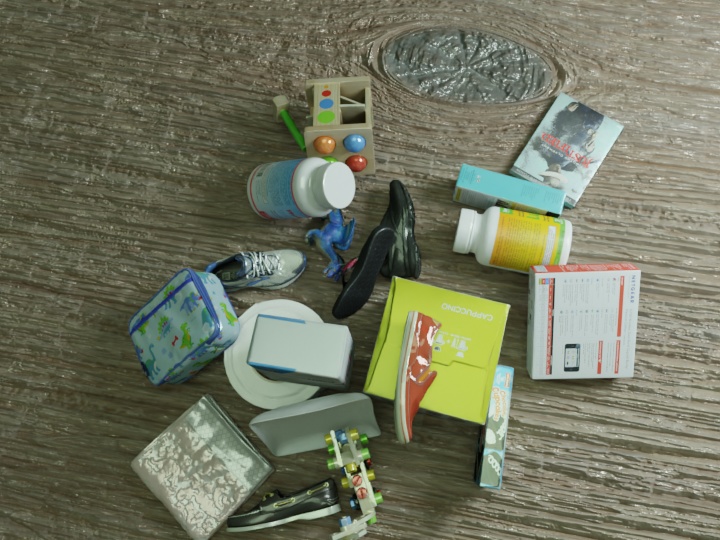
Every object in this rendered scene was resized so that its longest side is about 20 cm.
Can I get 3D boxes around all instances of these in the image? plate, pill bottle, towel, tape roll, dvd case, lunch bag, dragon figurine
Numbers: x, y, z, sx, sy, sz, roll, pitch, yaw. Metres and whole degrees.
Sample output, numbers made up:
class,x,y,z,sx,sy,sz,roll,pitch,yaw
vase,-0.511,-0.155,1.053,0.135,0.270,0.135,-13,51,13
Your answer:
class,x,y,z,sx,sy,sz,roll,pitch,yaw
plate,-0.072,0.260,1.116,0.200,0.200,0.032,-13,59,1
pill bottle,-0.110,-0.151,1.210,0.200,0.109,0.109,2,73,42
pill bottle,0.277,-0.057,1.207,0.200,0.111,0.111,12,78,6
towel,-0.286,0.358,1.186,0.191,0.032,0.200,-45,77,-7
tape roll,-0.147,0.156,1.205,0.202,0.071,0.203,-1,77,4
dvd case,0.407,-0.238,1.288,0.146,0.022,0.200,33,82,10
lunch bag,-0.326,0.102,1.187,0.200,0.082,0.161,-38,66,21
dragon figurine,-0.041,-0.075,1.257,0.099,0.059,0.200,22,70,8

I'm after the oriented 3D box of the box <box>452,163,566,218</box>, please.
class,x,y,z,sx,sy,sz,roll,pitch,yaw
box,0.280,-0.142,1.242,0.200,0.082,0.049,17,78,7

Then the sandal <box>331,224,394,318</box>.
class,x,y,z,sx,sy,sz,roll,pitch,yaw
sandal,0.000,0.000,1.217,0.045,0.075,0.200,36,107,35

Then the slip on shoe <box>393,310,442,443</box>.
class,x,y,z,sx,sy,sz,roll,pitch,yaw
slip on shoe,0.085,0.162,0.988,0.061,0.074,0.200,10,76,3

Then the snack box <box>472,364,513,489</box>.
class,x,y,z,sx,sy,sz,roll,pitch,yaw
snack box,0.229,0.269,1.129,0.037,0.116,0.200,9,77,6

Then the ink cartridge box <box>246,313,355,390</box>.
class,x,y,z,sx,sy,sz,roll,pitch,yaw
ink cartridge box,-0.089,0.138,1.069,0.144,0.200,0.085,8,74,5

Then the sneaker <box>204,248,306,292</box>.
class,x,y,z,sx,sy,sz,roll,pitch,yaw
sneaker,-0.202,-0.001,1.238,0.200,0.085,0.077,-13,76,0

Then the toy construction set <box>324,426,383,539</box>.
class,x,y,z,sx,sy,sz,roll,pitch,yaw
toy construction set,-0.010,0.364,1.111,0.092,0.131,0.200,-3,81,2

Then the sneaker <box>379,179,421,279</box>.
class,x,y,z,sx,sy,sz,roll,pitch,yaw
sneaker,0.063,-0.079,1.249,0.091,0.076,0.200,-8,73,10

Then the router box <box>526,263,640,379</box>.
class,x,y,z,sx,sy,sz,roll,pitch,yaw
router box,0.389,0.091,1.151,0.179,0.049,0.200,-1,105,3

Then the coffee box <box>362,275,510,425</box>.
class,x,y,z,sx,sy,sz,roll,pitch,yaw
coffee box,0.127,0.144,1.124,0.199,0.198,0.200,14,78,7

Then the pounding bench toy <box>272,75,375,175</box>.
class,x,y,z,sx,sy,sz,roll,pitch,yaw
pounding bench toy,-0.075,-0.266,1.250,0.200,0.124,0.156,-2,57,3

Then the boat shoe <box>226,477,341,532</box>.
class,x,y,z,sx,sy,sz,roll,pitch,yaw
boat shoe,-0.138,0.413,1.144,0.201,0.072,0.061,-10,76,-7
